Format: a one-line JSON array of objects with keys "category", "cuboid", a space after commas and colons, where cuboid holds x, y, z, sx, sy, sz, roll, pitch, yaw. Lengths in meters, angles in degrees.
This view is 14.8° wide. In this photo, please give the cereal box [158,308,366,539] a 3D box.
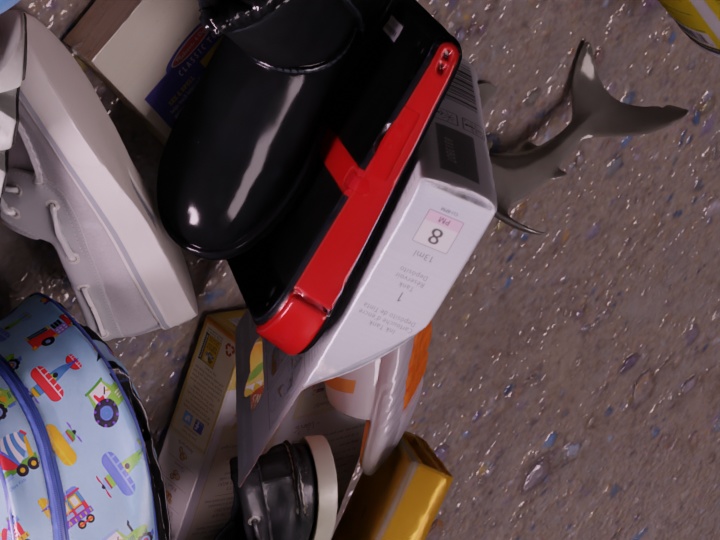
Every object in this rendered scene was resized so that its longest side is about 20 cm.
[{"category": "cereal box", "cuboid": [-0.059, 0.111, 1.618, 0.144, 0.040, 0.200, -7, 126, -48]}]

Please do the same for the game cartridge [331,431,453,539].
[{"category": "game cartridge", "cuboid": [-0.007, 0.193, 1.606, 0.176, 0.032, 0.200, -134, -114, -85]}]

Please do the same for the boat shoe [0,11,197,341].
[{"category": "boat shoe", "cuboid": [-0.145, -0.040, 1.352, 0.068, 0.072, 0.200, -22, 138, 5]}]

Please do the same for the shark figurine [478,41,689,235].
[{"category": "shark figurine", "cuboid": [0.091, -0.055, 1.614, 0.214, 0.089, 0.128, -7, 126, -46]}]

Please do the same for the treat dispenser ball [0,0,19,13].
[{"category": "treat dispenser ball", "cuboid": [-0.192, -0.180, 1.036, 0.201, 0.201, 0.201, -32, 141, -30]}]

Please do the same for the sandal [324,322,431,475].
[{"category": "sandal", "cuboid": [0.008, 0.010, 1.547, 0.079, 0.059, 0.207, -41, 141, -70]}]

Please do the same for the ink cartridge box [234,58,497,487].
[{"category": "ink cartridge box", "cuboid": [0.000, 0.000, 1.420, 0.057, 0.163, 0.200, 20, 117, -13]}]

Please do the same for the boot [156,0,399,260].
[{"category": "boot", "cuboid": [-0.046, -0.108, 1.317, 0.198, 0.073, 0.162, -58, 168, -5]}]

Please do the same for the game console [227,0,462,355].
[{"category": "game console", "cuboid": [-0.010, -0.057, 1.412, 0.031, 0.200, 0.177, 29, 99, -17]}]

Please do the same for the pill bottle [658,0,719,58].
[{"category": "pill bottle", "cuboid": [0.201, -0.206, 1.586, 0.112, 0.112, 0.200, -53, 148, -1]}]

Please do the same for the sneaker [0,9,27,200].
[{"category": "sneaker", "cuboid": [-0.207, -0.039, 1.276, 0.088, 0.074, 0.200, 2, 129, -13]}]

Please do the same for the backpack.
[{"category": "backpack", "cuboid": [-0.168, 0.121, 1.372, 0.134, 0.183, 0.200, -15, 119, -22]}]

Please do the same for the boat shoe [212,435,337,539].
[{"category": "boat shoe", "cuboid": [-0.063, 0.169, 1.570, 0.066, 0.075, 0.199, -3, 143, -18]}]

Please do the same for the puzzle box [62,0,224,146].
[{"category": "puzzle box", "cuboid": [-0.051, -0.155, 1.397, 0.200, 0.025, 0.133, -50, 147, -6]}]
